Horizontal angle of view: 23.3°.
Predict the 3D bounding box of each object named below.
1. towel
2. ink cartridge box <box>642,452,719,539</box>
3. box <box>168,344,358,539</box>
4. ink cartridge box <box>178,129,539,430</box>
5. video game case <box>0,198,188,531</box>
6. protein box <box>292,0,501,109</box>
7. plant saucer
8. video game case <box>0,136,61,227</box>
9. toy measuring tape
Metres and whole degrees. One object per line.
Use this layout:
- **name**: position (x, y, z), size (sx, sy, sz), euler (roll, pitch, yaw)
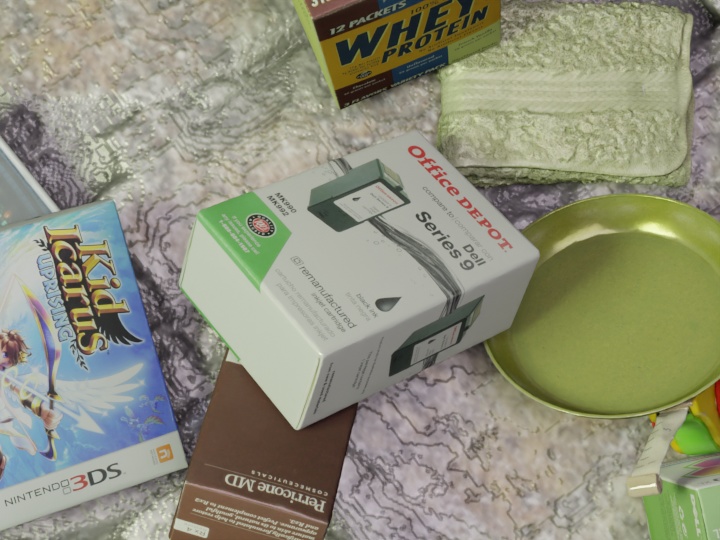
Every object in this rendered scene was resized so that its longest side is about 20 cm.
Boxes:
- **towel**: position (0.155, -0.136, 1.316), size (0.199, 0.036, 0.149), euler (0, 81, -5)
- **ink cartridge box**: position (0.269, 0.162, 1.198), size (0.104, 0.200, 0.059), euler (-11, 90, -6)
- **box**: position (-0.056, 0.102, 1.197), size (0.100, 0.075, 0.200), euler (16, 47, -3)
- **ink cartridge box**: position (0.000, 0.000, 1.201), size (0.200, 0.084, 0.146), euler (-24, 59, -34)
- **video game case**: position (-0.232, 0.069, 1.209), size (0.181, 0.045, 0.200), euler (-17, 96, -22)
- **protein box**: position (0.000, -0.251, 1.220), size (0.135, 0.200, 0.199), euler (-23, 77, 0)
- **plant saucer**: position (0.186, 0.030, 1.257), size (0.199, 0.031, 0.200), euler (-8, 50, 10)
- **video game case**: position (-0.289, 0.004, 1.222), size (0.182, 0.023, 0.200), euler (-42, 103, -18)
- **toy measuring tape**: position (0.232, 0.118, 1.234), size (0.074, 0.074, 0.200), euler (35, 37, 1)
